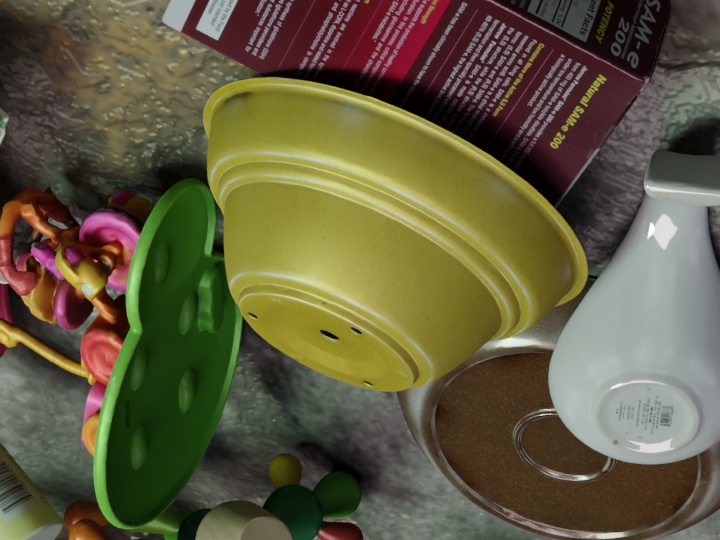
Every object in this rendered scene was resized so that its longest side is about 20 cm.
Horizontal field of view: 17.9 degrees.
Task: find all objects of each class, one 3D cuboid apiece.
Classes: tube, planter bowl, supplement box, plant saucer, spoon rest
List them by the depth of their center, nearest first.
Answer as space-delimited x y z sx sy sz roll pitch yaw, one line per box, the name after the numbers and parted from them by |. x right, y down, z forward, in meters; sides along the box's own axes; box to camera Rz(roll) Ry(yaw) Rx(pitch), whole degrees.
0.024 -0.115 1.011 0.199 0.061 0.109 28 139 -6 | supplement box
0.000 0.000 1.069 0.199 0.084 0.201 22 159 9 | planter bowl
0.145 0.018 1.092 0.099 0.061 0.201 8 134 4 | spoon rest
0.110 0.083 1.202 0.199 0.032 0.201 12 138 11 | plant saucer
-0.240 0.077 1.246 0.200 0.052 0.058 51 158 12 | tube

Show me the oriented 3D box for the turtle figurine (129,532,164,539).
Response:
-0.183 0.166 1.375 0.143 0.201 0.194 -9 159 -5 | turtle figurine

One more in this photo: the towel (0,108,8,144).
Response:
-0.257 -0.043 1.153 0.152 0.023 0.201 42 127 19 | towel

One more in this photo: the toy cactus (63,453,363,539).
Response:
-0.079 0.157 1.239 0.199 0.103 0.165 -6 177 -21 | toy cactus

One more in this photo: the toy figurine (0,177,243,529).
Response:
-0.174 0.015 1.187 0.183 0.150 0.201 19 131 18 | toy figurine
